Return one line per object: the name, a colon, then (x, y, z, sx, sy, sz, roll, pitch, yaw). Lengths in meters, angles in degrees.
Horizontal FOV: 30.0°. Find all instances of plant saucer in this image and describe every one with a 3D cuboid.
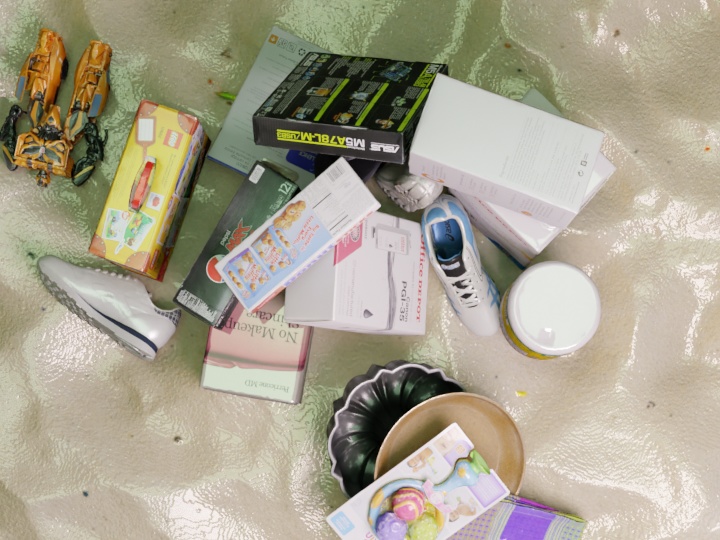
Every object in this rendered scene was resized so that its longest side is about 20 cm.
plant saucer: (0.107, 0.240, 1.662, 0.198, 0.035, 0.203, -5, 107, -15)

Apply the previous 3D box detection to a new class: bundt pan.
bundt pan: (0.045, 0.201, 1.692, 0.199, 0.076, 0.204, -5, 107, -15)

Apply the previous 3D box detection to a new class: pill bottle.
pill bottle: (0.230, 0.053, 1.667, 0.111, 0.200, 0.114, 0, 84, 1)

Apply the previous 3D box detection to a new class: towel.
towel: (0.180, 0.353, 1.683, 0.198, 0.023, 0.145, 18, 99, -20)

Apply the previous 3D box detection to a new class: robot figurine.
robot figurine: (-0.400, -0.210, 1.772, 0.143, 0.058, 0.202, 12, 84, 3)

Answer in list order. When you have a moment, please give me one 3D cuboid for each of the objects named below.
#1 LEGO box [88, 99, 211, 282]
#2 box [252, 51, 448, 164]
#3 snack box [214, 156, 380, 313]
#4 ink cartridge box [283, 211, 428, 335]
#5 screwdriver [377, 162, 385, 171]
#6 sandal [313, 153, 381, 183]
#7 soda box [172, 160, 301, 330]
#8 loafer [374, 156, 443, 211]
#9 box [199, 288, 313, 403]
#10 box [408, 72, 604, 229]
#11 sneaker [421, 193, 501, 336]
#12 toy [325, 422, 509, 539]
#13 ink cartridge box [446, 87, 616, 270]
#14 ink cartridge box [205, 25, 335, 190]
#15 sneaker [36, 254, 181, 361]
LEGO box: (-0.266, -0.098, 1.714, 0.076, 0.149, 0.202, 18, 85, 3)
box: (-0.008, -0.203, 1.636, 0.191, 0.200, 0.048, 10, 125, 15)
snack box: (-0.074, -0.040, 1.570, 0.200, 0.024, 0.072, -40, 78, 6)
ink cartridge box: (0.000, 0.000, 1.671, 0.082, 0.199, 0.148, -1, 83, 37)
screwdriver: (-0.022, -0.109, 1.775, 0.200, 0.028, 0.029, -42, 55, -2)
sandal: (0.016, -0.176, 1.703, 0.200, 0.043, 0.076, -43, 68, -6)
soda box: (-0.148, -0.029, 1.636, 0.063, 0.071, 0.201, 31, 86, 5)
loafer: (0.069, -0.117, 1.690, 0.070, 0.200, 0.070, 45, 84, -14)
box: (-0.123, 0.062, 1.716, 0.126, 0.109, 0.203, 9, 84, 2)
box: (0.162, -0.133, 1.524, 0.198, 0.124, 0.098, 20, 85, 4)
sneaker: (0.125, 0.002, 1.712, 0.071, 0.073, 0.202, -13, 112, 26)
toy: (0.070, 0.288, 1.610, 0.199, 0.047, 0.115, -38, 102, 5)
ink cartridge box: (0.208, -0.110, 1.684, 0.147, 0.200, 0.145, 43, 86, 4)
ink cartridge box: (-0.072, -0.192, 1.762, 0.196, 0.047, 0.202, 26, 84, 9)
sneaker: (-0.330, 0.033, 1.748, 0.199, 0.076, 0.081, 35, 74, -1)
